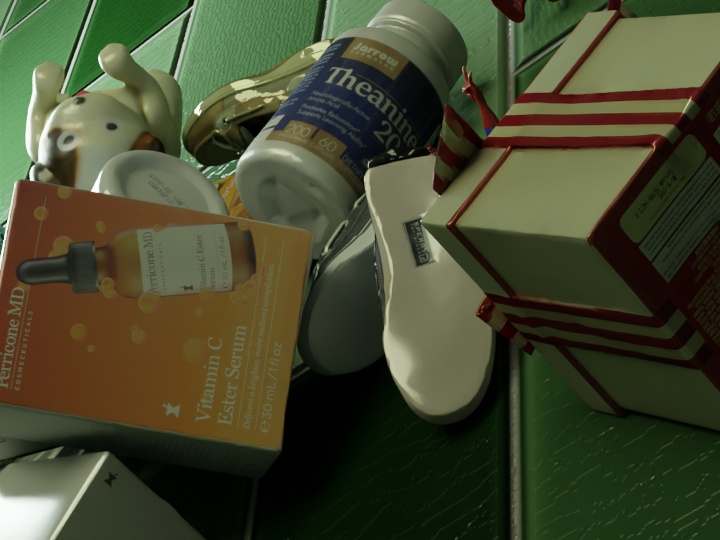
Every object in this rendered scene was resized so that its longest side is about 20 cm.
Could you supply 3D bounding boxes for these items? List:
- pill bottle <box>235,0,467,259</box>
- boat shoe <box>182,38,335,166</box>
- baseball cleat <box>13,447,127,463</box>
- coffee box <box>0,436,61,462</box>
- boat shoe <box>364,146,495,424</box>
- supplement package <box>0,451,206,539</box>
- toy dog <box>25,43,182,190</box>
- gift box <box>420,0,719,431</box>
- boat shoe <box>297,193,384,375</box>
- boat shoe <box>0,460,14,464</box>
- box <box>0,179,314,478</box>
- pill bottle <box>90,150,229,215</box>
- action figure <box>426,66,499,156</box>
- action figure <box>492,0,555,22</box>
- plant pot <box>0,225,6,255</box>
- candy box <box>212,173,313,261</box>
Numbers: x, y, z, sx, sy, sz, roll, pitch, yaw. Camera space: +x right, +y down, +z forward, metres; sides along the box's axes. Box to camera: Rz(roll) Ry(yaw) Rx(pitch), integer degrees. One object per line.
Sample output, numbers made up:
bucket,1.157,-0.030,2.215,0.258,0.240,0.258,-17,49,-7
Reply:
pill bottle,0.000,-0.113,1.569,0.111,0.111,0.200,-13,34,50
boat shoe,-0.074,-0.131,1.788,0.200,0.073,0.064,-24,61,29
baseball cleat,-0.213,0.126,1.584,0.200,0.070,0.106,-42,17,-4
coffee box,-0.191,0.077,1.469,0.199,0.080,0.113,-14,0,-14
boat shoe,0.050,0.023,1.341,0.074,0.093,0.201,-11,58,7
supplement package,-0.207,0.208,1.373,0.199,0.121,0.120,-13,38,51
toy dog,-0.225,-0.094,1.763,0.138,0.196,0.200,-2,0,-1
gift box,0.156,-0.043,1.113,0.185,0.200,0.186,-46,22,-18
boat shoe,0.000,0.000,1.441,0.068,0.072,0.201,-16,34,44
boat shoe,-0.271,0.087,1.560,0.076,0.072,0.201,-10,-42,-49
box,-0.143,0.041,1.366,0.106,0.198,0.154,125,153,-72
pill bottle,-0.184,0.013,1.592,0.201,0.108,0.109,-58,12,36
action figure,0.086,-0.068,1.385,0.065,0.099,0.200,-34,21,-4
action figure,0.137,-0.300,1.670,0.065,0.099,0.201,-25,28,35
plant pot,-0.372,0.044,1.833,0.160,0.201,0.201,-20,30,18
candy box,-0.105,-0.023,1.667,0.199,0.055,0.116,-16,36,48
